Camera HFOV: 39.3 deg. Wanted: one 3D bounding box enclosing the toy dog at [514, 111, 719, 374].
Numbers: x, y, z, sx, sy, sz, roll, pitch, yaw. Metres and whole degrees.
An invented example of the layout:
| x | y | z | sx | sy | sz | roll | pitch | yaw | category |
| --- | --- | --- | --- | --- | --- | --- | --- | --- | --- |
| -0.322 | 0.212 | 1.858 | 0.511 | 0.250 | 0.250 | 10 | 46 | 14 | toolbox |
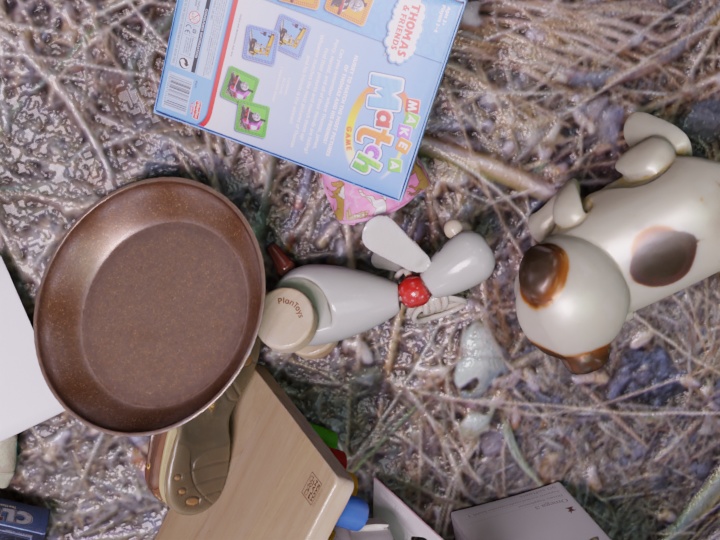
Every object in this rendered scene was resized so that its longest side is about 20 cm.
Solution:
| x | y | z | sx | sy | sz | roll | pitch | yaw | category |
| --- | --- | --- | --- | --- | --- | --- | --- | --- | --- |
| 0.214 | -0.005 | 0.824 | 0.199 | 0.194 | 0.141 | -35 | 120 | -9 | toy dog |

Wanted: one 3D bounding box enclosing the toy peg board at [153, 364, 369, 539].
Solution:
| x | y | z | sx | sy | sz | roll | pitch | yaw | category |
| --- | --- | --- | --- | --- | --- | --- | --- | --- | --- |
| -0.066 | 0.214 | 0.815 | 0.097 | 0.199 | 0.202 | 23 | 98 | -32 | toy peg board |

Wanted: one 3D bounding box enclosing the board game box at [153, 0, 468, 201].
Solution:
| x | y | z | sx | sy | sz | roll | pitch | yaw | category |
| --- | --- | --- | --- | --- | --- | --- | --- | --- | --- |
| -0.039 | -0.155 | 0.727 | 0.197 | 0.037 | 0.153 | 20 | 114 | 4 | board game box |

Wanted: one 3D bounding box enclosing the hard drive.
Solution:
| x | y | z | sx | sy | sz | roll | pitch | yaw | category |
| --- | --- | --- | --- | --- | --- | --- | --- | --- | --- |
| -0.342 | 0.088 | 0.761 | 0.198 | 0.025 | 0.134 | -25 | 95 | -24 | hard drive |

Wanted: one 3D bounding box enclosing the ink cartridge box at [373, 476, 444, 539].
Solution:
| x | y | z | sx | sy | sz | roll | pitch | yaw | category |
| --- | --- | --- | --- | --- | --- | --- | --- | --- | --- |
| 0.066 | 0.294 | 0.849 | 0.044 | 0.199 | 0.179 | -2 | 105 | -26 | ink cartridge box |

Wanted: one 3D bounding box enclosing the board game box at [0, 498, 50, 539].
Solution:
| x | y | z | sx | sy | sz | roll | pitch | yaw | category |
| --- | --- | --- | --- | --- | --- | --- | --- | --- | --- |
| -0.368 | 0.235 | 0.816 | 0.197 | 0.035 | 0.137 | 17 | 109 | -16 | board game box |

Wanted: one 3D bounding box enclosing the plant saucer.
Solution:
| x | y | z | sx | sy | sz | roll | pitch | yaw | category |
| --- | --- | --- | --- | --- | --- | --- | --- | --- | --- |
| -0.158 | 0.029 | 0.779 | 0.197 | 0.037 | 0.204 | -6 | 72 | 18 | plant saucer |

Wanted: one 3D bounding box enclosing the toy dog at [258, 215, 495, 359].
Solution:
| x | y | z | sx | sy | sz | roll | pitch | yaw | category |
| --- | --- | --- | --- | --- | --- | --- | --- | --- | --- |
| 0.000 | 0.000 | 0.822 | 0.197 | 0.132 | 0.098 | -17 | 76 | -15 | toy dog |

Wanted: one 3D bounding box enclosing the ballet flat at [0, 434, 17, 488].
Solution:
| x | y | z | sx | sy | sz | roll | pitch | yaw | category |
| --- | --- | --- | --- | --- | --- | --- | --- | --- | --- |
| -0.370 | 0.127 | 0.795 | 0.197 | 0.067 | 0.063 | 18 | 79 | -22 | ballet flat |

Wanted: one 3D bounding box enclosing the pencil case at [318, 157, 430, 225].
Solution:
| x | y | z | sx | sy | sz | roll | pitch | yaw | category |
| --- | --- | --- | --- | --- | --- | --- | --- | --- | --- |
| -0.016 | -0.135 | 0.794 | 0.082 | 0.086 | 0.202 | -31 | 107 | -23 | pencil case |

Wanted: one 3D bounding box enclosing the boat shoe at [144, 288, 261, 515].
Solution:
| x | y | z | sx | sy | sz | roll | pitch | yaw | category |
| --- | --- | --- | --- | --- | --- | --- | --- | --- | --- |
| -0.136 | 0.092 | 0.824 | 0.071 | 0.067 | 0.203 | 19 | 81 | -43 | boat shoe |

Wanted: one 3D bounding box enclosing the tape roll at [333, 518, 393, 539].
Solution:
| x | y | z | sx | sy | sz | roll | pitch | yaw | category |
| --- | --- | --- | --- | --- | --- | --- | --- | --- | --- |
| 0.004 | 0.311 | 0.841 | 0.036 | 0.203 | 0.206 | -1 | 103 | -11 | tape roll |

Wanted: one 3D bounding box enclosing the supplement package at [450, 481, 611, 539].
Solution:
| x | y | z | sx | sy | sz | roll | pitch | yaw | category |
| --- | --- | --- | --- | --- | --- | --- | --- | --- | --- |
| 0.166 | 0.289 | 0.871 | 0.115 | 0.200 | 0.119 | -12 | 106 | -9 | supplement package |
